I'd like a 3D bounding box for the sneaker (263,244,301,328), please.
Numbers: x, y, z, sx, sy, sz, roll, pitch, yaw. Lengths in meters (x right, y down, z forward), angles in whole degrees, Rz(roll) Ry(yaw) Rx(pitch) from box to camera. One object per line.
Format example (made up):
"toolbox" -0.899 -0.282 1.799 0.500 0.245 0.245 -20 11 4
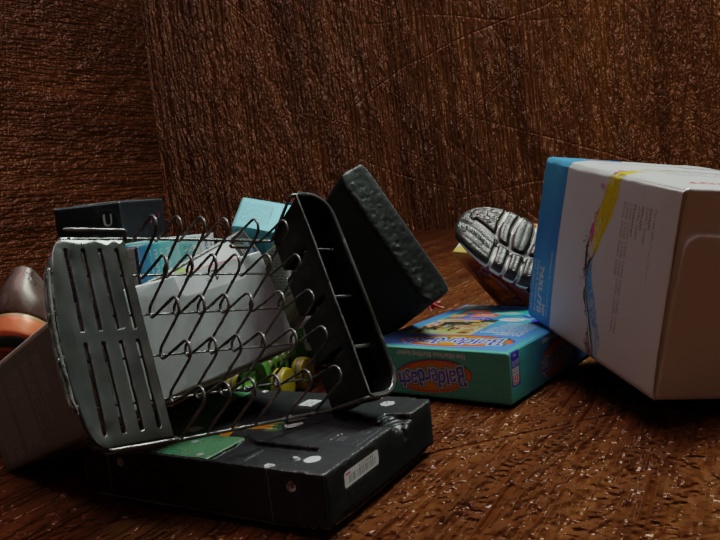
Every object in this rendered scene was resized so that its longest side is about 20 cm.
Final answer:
"sneaker" -0.108 0.058 0.755 0.200 0.071 0.080 -40 -31 6

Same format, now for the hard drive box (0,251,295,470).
"hard drive box" -0.170 0.070 0.556 0.155 0.078 0.199 -19 -6 -46

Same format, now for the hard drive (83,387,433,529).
"hard drive" -0.067 0.118 0.504 0.197 0.038 0.139 -2 7 30

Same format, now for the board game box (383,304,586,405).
"board game box" 0.117 0.072 0.705 0.150 0.046 0.199 0 8 38

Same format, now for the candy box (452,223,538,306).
"candy box" 0.216 0.000 0.916 0.057 0.117 0.199 -53 24 -18

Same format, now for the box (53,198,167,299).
"box" -0.337 0.005 1.049 0.104 0.203 0.122 -5 6 14

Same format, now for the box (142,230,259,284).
"box" -0.203 0.041 0.817 0.199 0.060 0.116 -36 -2 -45

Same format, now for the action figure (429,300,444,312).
"action figure" 0.040 0.027 0.991 0.098 0.066 0.201 19 25 -19

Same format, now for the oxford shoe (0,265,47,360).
"oxford shoe" -0.281 0.068 0.689 0.070 0.074 0.201 1 -29 -7

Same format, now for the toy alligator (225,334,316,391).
"toy alligator" -0.074 0.086 0.725 0.058 0.055 0.200 -3 7 22

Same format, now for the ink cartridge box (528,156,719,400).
"ink cartridge box" 0.247 -0.004 0.593 0.144 0.148 0.200 2 13 -13

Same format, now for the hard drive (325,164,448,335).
"hard drive" 0.000 0.000 0.749 0.033 0.140 0.200 -32 -7 -26

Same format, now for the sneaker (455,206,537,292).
"sneaker" 0.184 0.017 0.801 0.198 0.076 0.116 28 -30 12

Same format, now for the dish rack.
"dish rack" -0.085 0.027 0.460 0.198 0.155 0.055 -2 -30 -40

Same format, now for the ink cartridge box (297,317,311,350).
"ink cartridge box" -0.066 0.070 0.878 0.197 0.051 0.109 -10 6 -24

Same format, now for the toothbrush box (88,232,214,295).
"toothbrush box" -0.261 0.035 0.965 0.084 0.149 0.200 -4 5 14

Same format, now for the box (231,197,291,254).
"box" -0.049 -0.027 0.891 0.197 0.083 0.050 9 50 4
